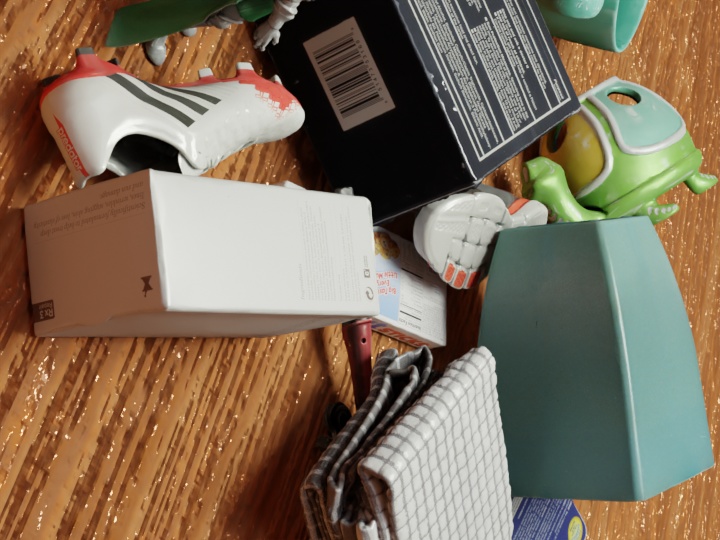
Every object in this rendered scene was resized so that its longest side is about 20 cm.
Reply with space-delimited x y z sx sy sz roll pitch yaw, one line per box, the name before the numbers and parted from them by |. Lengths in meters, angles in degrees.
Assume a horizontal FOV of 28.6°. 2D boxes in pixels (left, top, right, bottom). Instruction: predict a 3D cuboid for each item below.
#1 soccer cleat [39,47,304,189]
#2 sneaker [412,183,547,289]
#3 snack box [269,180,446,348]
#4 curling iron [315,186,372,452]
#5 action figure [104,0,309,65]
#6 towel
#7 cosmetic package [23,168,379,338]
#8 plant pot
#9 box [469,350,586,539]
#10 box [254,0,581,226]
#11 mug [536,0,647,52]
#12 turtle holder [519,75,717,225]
soccer cleat | -0.108 -0.083 0.874 0.199 0.068 0.086 1 64 -49
sneaker | 0.076 -0.037 1.116 0.199 0.081 0.078 4 113 -63
snack box | 0.000 0.000 1.041 0.199 0.024 0.073 24 62 -48
curling iron | -0.007 0.043 0.987 0.049 0.025 0.203 -6 99 -54
action figure | -0.052 -0.177 0.870 0.055 0.198 0.118 60 41 -24
towel | 0.031 0.168 0.965 0.166 0.085 0.202 -46 135 -47
cosmetic package | -0.090 -0.004 0.850 0.199 0.112 0.082 7 75 -55
plant pot | 0.175 0.062 1.091 0.141 0.140 0.203 -6 92 -54
box | 0.118 0.179 1.146 0.201 0.032 0.121 61 40 -22
box | 0.042 -0.163 1.046 0.198 0.122 0.202 -34 101 -52
mug | 0.199 -0.288 1.279 0.154 0.113 0.185 -71 162 0
turtle holder | 0.217 -0.092 1.288 0.184 0.141 0.133 -30 90 -12
